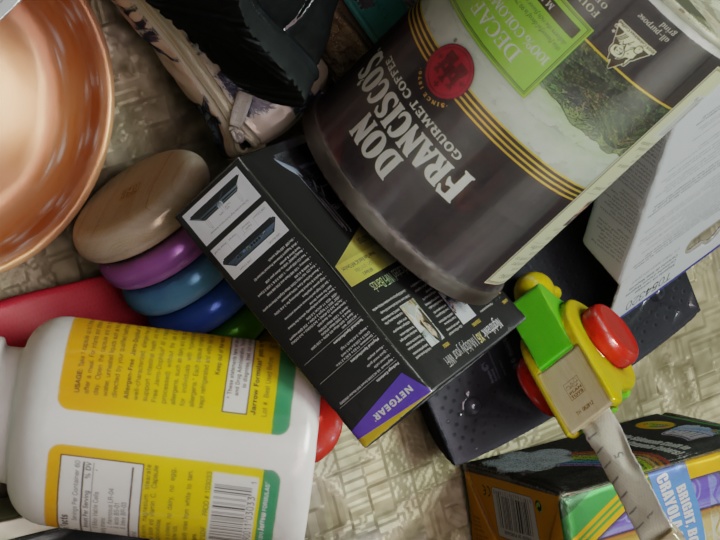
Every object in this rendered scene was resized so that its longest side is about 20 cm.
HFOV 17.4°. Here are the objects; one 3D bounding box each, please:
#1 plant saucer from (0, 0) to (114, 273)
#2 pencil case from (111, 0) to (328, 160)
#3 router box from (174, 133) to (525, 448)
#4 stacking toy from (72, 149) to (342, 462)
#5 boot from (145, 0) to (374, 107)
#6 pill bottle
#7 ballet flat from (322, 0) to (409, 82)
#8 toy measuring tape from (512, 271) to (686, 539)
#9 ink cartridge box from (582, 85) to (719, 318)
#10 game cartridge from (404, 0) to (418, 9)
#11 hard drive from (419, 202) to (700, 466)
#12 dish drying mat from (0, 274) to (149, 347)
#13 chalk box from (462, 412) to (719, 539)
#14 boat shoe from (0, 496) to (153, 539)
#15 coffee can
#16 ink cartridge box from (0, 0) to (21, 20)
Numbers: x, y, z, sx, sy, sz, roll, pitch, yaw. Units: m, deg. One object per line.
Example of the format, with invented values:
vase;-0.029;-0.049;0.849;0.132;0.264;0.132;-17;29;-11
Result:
plant saucer;-0.231;-0.092;1.268;0.200;0.037;0.201;-3;96;-28
pencil case;-0.099;-0.151;1.299;0.078;0.090;0.200;-29;118;21
router box;0.000;0.000;1.288;0.052;0.200;0.157;-42;85;20
stacking toy;-0.075;0.033;1.320;0.085;0.085;0.200;-42;115;-19
boot;-0.047;-0.196;1.223;0.198;0.073;0.163;45;63;-53
pill bottle;-0.124;0.085;1.252;0.199;0.113;0.113;7;91;-2
ballet flat;0.021;-0.107;1.386;0.071;0.065;0.200;-49;115;-37
toy measuring tape;0.145;0.084;1.378;0.073;0.074;0.200;-14;60;-26
ink cartridge box;0.218;-0.083;1.419;0.196;0.200;0.043;-34;64;-32
game cartridge;0.075;-0.155;1.367;0.200;0.133;0.041;45;53;-20
hard drive;0.106;0.018;1.452;0.200;0.042;0.135;-30;108;-22
dish drying mat;-0.128;0.036;1.344;0.200;0.018;0.077;-14;100;-27
chalk box;0.183;0.164;1.459;0.200;0.125;0.124;-11;99;-25
boat shoe;-0.136;0.156;1.318;0.199;0.074;0.066;-7;99;-27
coffee can;0.088;-0.101;1.254;0.146;0.147;0.200;37;112;-25
ink cartridge box;-0.196;-0.236;1.215;0.199;0.041;0.200;38;73;13
